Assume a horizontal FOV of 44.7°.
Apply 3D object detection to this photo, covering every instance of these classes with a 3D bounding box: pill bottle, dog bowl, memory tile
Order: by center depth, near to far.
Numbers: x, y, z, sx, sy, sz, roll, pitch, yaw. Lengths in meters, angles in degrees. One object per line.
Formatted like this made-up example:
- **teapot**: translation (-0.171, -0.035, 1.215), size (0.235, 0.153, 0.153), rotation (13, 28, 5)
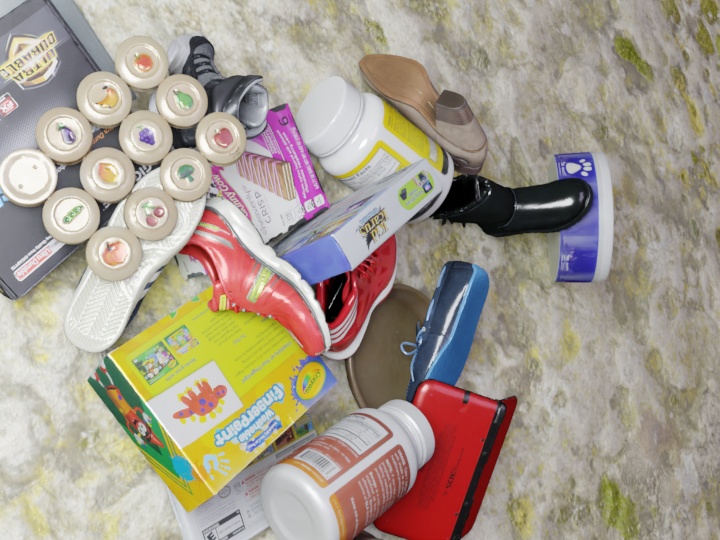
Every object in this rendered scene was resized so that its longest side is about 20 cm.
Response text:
- **memory tile**: translation (-0.213, -0.104, 0.802), size (0.153, 0.017, 0.201), rotation (44, 73, -13)
- **pill bottle**: translation (-0.007, 0.226, 0.983), size (0.199, 0.111, 0.114), rotation (-26, 99, -43)
- **pill bottle**: translation (0.017, -0.153, 1.118), size (0.199, 0.113, 0.116), rotation (32, 60, -35)
- **dog bowl**: translation (0.338, -0.082, 1.363), size (0.200, 0.078, 0.203), rotation (-1, 90, -84)

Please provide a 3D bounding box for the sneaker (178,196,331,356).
- **sneaker**: translation (-0.114, 0.021, 0.894), size (0.200, 0.077, 0.085), rotation (46, 65, 0)

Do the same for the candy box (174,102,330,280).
- **candy box**: translation (-0.139, -0.093, 0.991), size (0.199, 0.061, 0.138), rotation (-33, 105, -42)

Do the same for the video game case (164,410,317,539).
- **video game case**: translation (-0.130, 0.195, 0.965), size (0.199, 0.023, 0.184), rotation (-22, 97, -43)

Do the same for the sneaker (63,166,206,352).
- **sneaker**: translation (-0.222, -0.017, 0.851), size (0.075, 0.084, 0.201), rotation (36, 81, -14)

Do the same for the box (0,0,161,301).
- **box**: translation (-0.308, -0.112, 0.802), size (0.200, 0.049, 0.200), rotation (-45, 116, -23)

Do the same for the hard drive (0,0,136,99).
- **hard drive**: translation (-0.327, -0.220, 0.856), size (0.140, 0.033, 0.201), rotation (-47, 114, -39)

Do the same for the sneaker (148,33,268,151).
- **sneaker**: translation (-0.151, -0.190, 0.929), size (0.201, 0.112, 0.076), rotation (-87, 176, -50)

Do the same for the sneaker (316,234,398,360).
- **sneaker**: translation (0.000, 0.000, 1.058), size (0.077, 0.116, 0.202), rotation (14, 63, 7)

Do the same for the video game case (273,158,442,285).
- **video game case**: translation (-0.029, -0.039, 0.987), size (0.181, 0.199, 0.046), rotation (-41, 103, -41)

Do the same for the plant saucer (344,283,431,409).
- **plant saucer**: translation (0.050, 0.119, 1.151), size (0.198, 0.029, 0.203), rotation (11, 74, -41)

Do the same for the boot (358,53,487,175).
- **boot**: translation (0.088, -0.206, 1.212), size (0.070, 0.199, 0.147), rotation (-46, 150, -16)

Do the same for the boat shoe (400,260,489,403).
- **boat shoe**: translation (0.106, 0.086, 1.140), size (0.084, 0.068, 0.202), rotation (32, 82, -51)

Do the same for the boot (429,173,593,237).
- **boot**: translation (0.207, -0.100, 1.239), size (0.161, 0.197, 0.074), rotation (16, 68, -47)

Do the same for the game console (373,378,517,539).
- **game console**: translation (0.114, 0.246, 1.144), size (0.170, 0.119, 0.203), rotation (19, 93, -9)

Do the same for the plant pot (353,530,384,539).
- **plant pot**: translation (0.046, 0.395, 0.971), size (0.199, 0.197, 0.203), rotation (12, 73, -42)

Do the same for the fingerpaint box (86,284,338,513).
- **fingerpaint box**: translation (-0.146, 0.114, 0.898), size (0.167, 0.073, 0.200), rotation (51, 46, 0)
